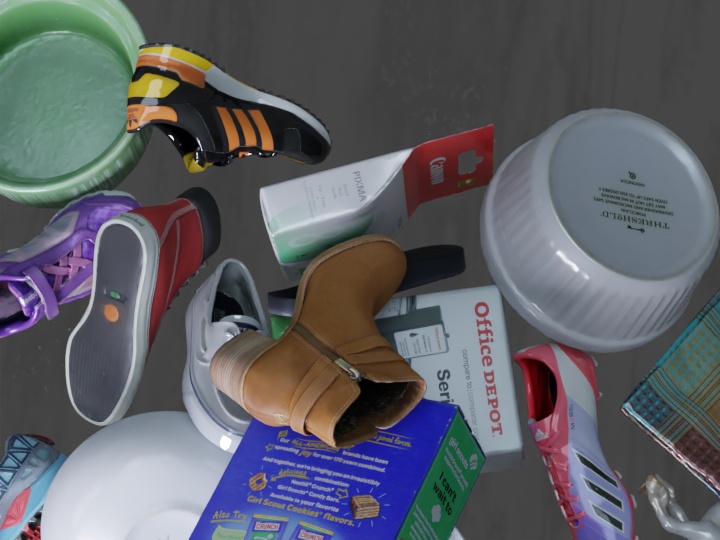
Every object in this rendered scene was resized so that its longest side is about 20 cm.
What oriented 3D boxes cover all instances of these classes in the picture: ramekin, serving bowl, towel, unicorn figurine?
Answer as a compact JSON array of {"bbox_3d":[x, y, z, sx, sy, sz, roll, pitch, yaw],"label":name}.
[{"bbox_3d":[-0.273,-0.151,1.692,0.198,0.098,0.202,-1,76,3],"label":"ramekin"},{"bbox_3d":[0.206,-0.042,1.599,0.200,0.094,0.204,9,62,-17],"label":"ramekin"},{"bbox_3d":[-0.156,0.218,1.557,0.198,0.066,0.202,-4,107,-11],"label":"serving bowl"},{"bbox_3d":[0.325,0.094,1.599,0.146,0.022,0.200,40,62,12],"label":"towel"},{"bbox_3d":[0.292,0.210,1.576,0.200,0.074,0.137,-42,78,-8],"label":"unicorn figurine"}]

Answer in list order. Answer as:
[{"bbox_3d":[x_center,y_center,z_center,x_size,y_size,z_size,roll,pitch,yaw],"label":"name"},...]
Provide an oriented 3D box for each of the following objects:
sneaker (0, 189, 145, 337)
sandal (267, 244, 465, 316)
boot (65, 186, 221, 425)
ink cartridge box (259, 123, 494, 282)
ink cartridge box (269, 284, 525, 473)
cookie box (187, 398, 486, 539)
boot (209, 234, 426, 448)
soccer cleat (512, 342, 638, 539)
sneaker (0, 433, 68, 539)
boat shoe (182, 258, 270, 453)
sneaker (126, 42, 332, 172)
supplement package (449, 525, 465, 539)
[{"bbox_3d":[-0.266,0.004,1.647,0.199,0.089,0.081,-28,106,-2],"label":"sneaker"},{"bbox_3d":[0.000,0.000,1.615,0.199,0.076,0.043,-18,106,-38],"label":"sandal"},{"bbox_3d":[-0.177,0.030,1.656,0.072,0.144,0.202,27,116,20],"label":"boot"},{"bbox_3d":[0.021,-0.052,1.615,0.198,0.161,0.051,-13,75,0],"label":"ink cartridge box"},{"bbox_3d":[0.032,0.101,1.615,0.198,0.083,0.148,-9,75,2],"label":"ink cartridge box"},{"bbox_3d":[-0.023,0.187,1.460,0.170,0.075,0.201,9,56,32],"label":"cookie box"},{"bbox_3d":[-0.002,0.053,1.468,0.199,0.077,0.155,-32,33,-29],"label":"boot"},{"bbox_3d":[0.173,0.156,1.591,0.076,0.067,0.202,5,66,-37],"label":"soccer cleat"},{"bbox_3d":[-0.326,0.219,1.623,0.200,0.079,0.095,-43,67,-16],"label":"sneaker"},{"bbox_3d":[-0.108,0.066,1.590,0.073,0.066,0.201,13,34,-25],"label":"boat shoe"},{"bbox_3d":[-0.117,-0.117,1.650,0.199,0.070,0.091,26,73,-33],"label":"sneaker"},{"bbox_3d":[0.077,0.306,1.524,0.110,0.156,0.201,-34,77,-5],"label":"supplement package"}]
